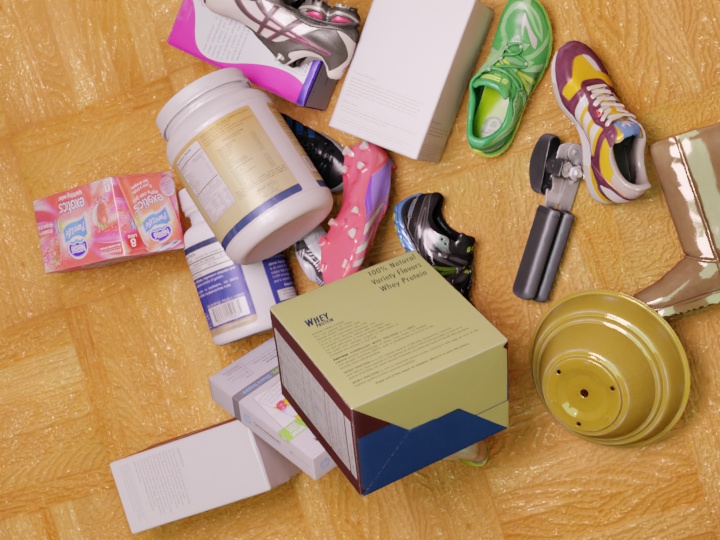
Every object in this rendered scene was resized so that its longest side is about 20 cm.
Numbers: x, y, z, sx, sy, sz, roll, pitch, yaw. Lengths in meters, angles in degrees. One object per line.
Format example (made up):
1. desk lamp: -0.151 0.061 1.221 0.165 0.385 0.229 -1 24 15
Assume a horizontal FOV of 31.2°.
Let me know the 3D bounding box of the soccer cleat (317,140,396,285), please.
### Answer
1. soccer cleat: 0.002 -0.063 1.566 0.067 0.076 0.201 -12 59 42

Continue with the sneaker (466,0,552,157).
1. sneaker: 0.177 -0.231 1.539 0.074 0.084 0.201 17 97 15

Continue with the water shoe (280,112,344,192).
1. water shoe: -0.101 -0.160 1.625 0.200 0.079 0.072 32 101 12

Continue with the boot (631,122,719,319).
1. boot: 0.372 -0.054 1.506 0.174 0.066 0.201 -15 88 7

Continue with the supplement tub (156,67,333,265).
1. supplement tub: -0.139 -0.123 1.523 0.144 0.144 0.200 -35 80 15

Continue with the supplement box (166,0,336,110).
1. supplement box: -0.124 -0.287 1.614 0.199 0.103 0.102 26 100 12

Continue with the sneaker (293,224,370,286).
1. sneaker: 0.000 0.000 1.610 0.115 0.075 0.201 -28 89 14

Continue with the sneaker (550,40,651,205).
1. sneaker: 0.288 -0.177 1.497 0.075 0.090 0.201 -22 93 -21

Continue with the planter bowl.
1. planter bowl: 0.273 0.129 1.496 0.200 0.083 0.201 11 112 29

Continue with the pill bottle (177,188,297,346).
1. pill bottle: -0.157 -0.016 1.628 0.119 0.120 0.201 -19 87 16

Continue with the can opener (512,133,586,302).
1. can opener: 0.226 -0.062 1.559 0.066 0.052 0.201 19 97 49

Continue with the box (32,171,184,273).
1. box: -0.323 -0.059 1.643 0.200 0.094 0.103 -8 91 47

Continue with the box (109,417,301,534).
1. box: -0.196 0.252 1.650 0.199 0.124 0.098 -20 87 16

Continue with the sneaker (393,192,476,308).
1. sneaker: 0.109 -0.005 1.577 0.082 0.071 0.200 -26 84 18

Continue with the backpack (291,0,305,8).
1. backpack: -0.051 -0.442 1.562 0.200 0.163 0.154 -35 69 8

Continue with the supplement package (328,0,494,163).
1. supplement package: 0.064 -0.244 1.552 0.121 0.120 0.201 23 99 15

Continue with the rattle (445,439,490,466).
1. rattle: 0.061 0.170 1.579 0.199 0.130 0.144 5 96 22

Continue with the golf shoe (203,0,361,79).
1. golf shoe: -0.100 -0.287 1.519 0.199 0.077 0.088 16 102 15

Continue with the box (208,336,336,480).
1. box: -0.063 0.151 1.561 0.200 0.156 0.041 33 142 37

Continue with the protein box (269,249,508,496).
1. protein box: 0.032 0.110 1.457 0.200 0.198 0.135 46 150 46
